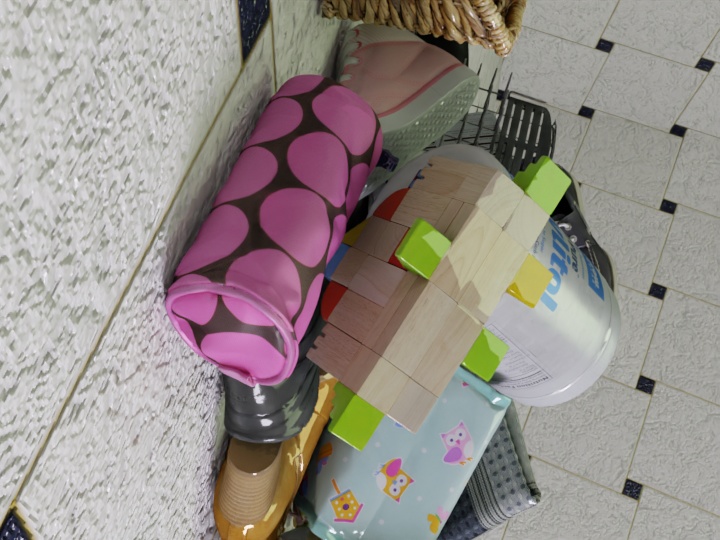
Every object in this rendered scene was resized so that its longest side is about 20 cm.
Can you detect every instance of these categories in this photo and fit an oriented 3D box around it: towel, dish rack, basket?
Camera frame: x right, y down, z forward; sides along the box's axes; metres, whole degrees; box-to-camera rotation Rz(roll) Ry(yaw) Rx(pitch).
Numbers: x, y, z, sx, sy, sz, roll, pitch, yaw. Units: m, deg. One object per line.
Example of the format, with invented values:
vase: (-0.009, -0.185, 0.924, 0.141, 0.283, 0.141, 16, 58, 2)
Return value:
towel: (0.067, 0.157, 0.893, 0.192, 0.034, 0.203, -39, -127, 34)
dish rack: (0.098, -0.152, 0.942, 0.055, 0.197, 0.155, 105, 3, -53)
basket: (0.066, -0.276, 0.711, 0.201, 0.146, 0.144, -67, 167, -47)

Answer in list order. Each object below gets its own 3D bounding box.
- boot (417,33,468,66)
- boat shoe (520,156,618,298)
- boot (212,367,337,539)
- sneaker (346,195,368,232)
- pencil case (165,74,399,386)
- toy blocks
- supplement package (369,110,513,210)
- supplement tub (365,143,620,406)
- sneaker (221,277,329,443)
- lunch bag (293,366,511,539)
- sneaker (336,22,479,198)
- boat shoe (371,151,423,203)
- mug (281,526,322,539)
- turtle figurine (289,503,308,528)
boot: (0.099, -0.295, 1.113, 0.159, 0.078, 0.214, 102, -5, -54)
boat shoe: (0.190, -0.029, 0.926, 0.072, 0.062, 0.202, -35, -136, 30)
boot: (-0.064, 0.130, 0.744, 0.202, 0.070, 0.145, -63, 170, -48)
sneaker: (0.000, 0.000, 0.890, 0.074, 0.081, 0.202, -64, 163, -49)
pencil case: (-0.044, -0.025, 0.568, 0.094, 0.089, 0.201, 104, 7, -46)
toy blocks: (0.026, 0.005, 0.610, 0.202, 0.099, 0.136, -57, -151, -5)
supplement package: (0.089, -0.021, 1.004, 0.193, 0.144, 0.202, 92, -12, -51)
supplement tub: (0.103, 0.008, 0.745, 0.199, 0.131, 0.134, 37, 60, -40)
sneaker: (-0.045, 0.023, 0.677, 0.201, 0.075, 0.092, -73, 162, -50)
lunch bag: (0.020, 0.141, 0.805, 0.172, 0.121, 0.200, -60, -169, -6)
sneaker: (-0.003, -0.129, 0.771, 0.199, 0.105, 0.076, -38, 160, -29)
boat shoe: (0.044, -0.069, 0.840, 0.071, 0.069, 0.203, 57, 16, -81)
mug: (-0.033, 0.316, 0.848, 0.154, 0.183, 0.151, -79, 179, -58)
turtle figurine: (-0.038, 0.235, 1.011, 0.201, 0.064, 0.162, -55, 178, -42)
